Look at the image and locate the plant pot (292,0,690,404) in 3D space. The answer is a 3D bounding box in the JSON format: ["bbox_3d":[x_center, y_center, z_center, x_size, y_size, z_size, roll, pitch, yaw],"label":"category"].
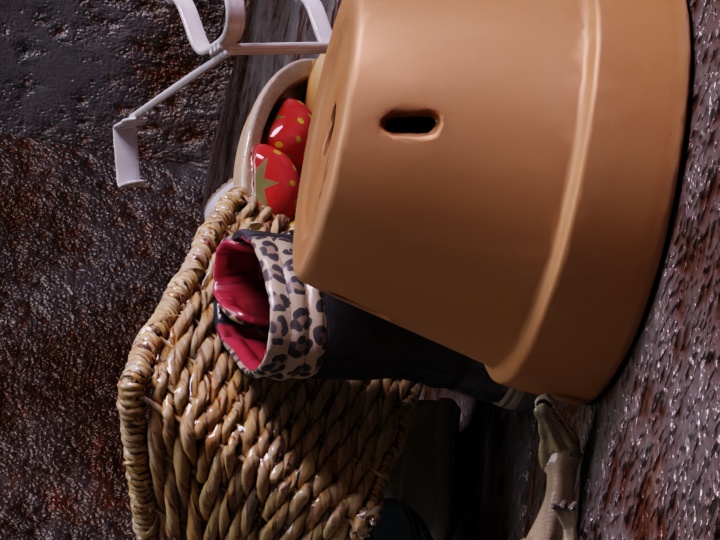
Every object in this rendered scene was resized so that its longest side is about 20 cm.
[{"bbox_3d":[0.051,-0.051,1.049,0.200,0.140,0.201,-169,90,-82],"label":"plant pot"}]

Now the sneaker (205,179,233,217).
[{"bbox_3d":[-0.017,-0.041,1.510,0.200,0.071,0.113,-39,46,29],"label":"sneaker"}]

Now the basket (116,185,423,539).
[{"bbox_3d":[-0.063,0.079,1.237,0.143,0.149,0.200,-54,8,36],"label":"basket"}]

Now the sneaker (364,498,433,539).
[{"bbox_3d":[0.034,0.183,1.175,0.096,0.079,0.200,-56,26,35],"label":"sneaker"}]

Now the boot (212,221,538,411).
[{"bbox_3d":[0.000,0.000,1.186,0.200,0.150,0.073,-115,35,-52],"label":"boot"}]

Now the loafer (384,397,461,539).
[{"bbox_3d":[0.010,0.135,1.354,0.200,0.068,0.076,111,167,-54],"label":"loafer"}]

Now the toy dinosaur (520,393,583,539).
[{"bbox_3d":[0.068,0.159,1.025,0.101,0.058,0.200,-47,-24,-76],"label":"toy dinosaur"}]

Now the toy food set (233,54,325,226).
[{"bbox_3d":[-0.007,-0.031,1.394,0.200,0.049,0.198,-42,-62,-55],"label":"toy food set"}]

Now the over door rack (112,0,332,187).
[{"bbox_3d":[-0.034,-0.105,1.183,0.200,0.147,0.067,136,129,-61],"label":"over door rack"}]
